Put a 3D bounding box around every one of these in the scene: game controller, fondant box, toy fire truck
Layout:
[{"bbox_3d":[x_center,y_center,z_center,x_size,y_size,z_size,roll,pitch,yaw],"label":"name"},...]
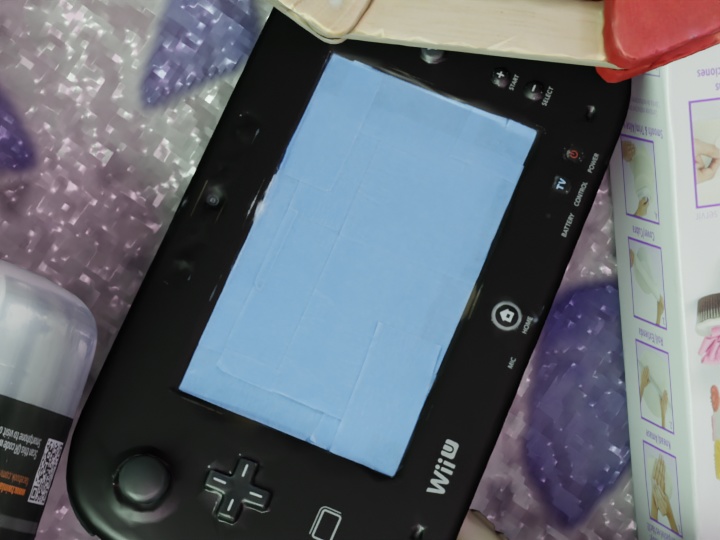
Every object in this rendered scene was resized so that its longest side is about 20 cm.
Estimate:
[{"bbox_3d":[0.000,0.000,0.774,0.104,0.042,0.201,18,67,13],"label":"game controller"},{"bbox_3d":[0.150,-0.018,0.851,0.143,0.058,0.201,-7,98,-16],"label":"fondant box"},{"bbox_3d":[0.002,-0.114,0.765,0.199,0.049,0.142,-8,88,-2],"label":"toy fire truck"}]

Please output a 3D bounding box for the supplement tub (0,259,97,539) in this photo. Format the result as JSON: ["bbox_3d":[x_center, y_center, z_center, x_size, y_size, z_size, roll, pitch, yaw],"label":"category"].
[{"bbox_3d":[-0.152,0.085,0.727,0.122,0.122,0.201,19,84,-18],"label":"supplement tub"}]

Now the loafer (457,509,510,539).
[{"bbox_3d":[0.027,0.115,0.820,0.200,0.076,0.068,43,78,-17],"label":"loafer"}]
